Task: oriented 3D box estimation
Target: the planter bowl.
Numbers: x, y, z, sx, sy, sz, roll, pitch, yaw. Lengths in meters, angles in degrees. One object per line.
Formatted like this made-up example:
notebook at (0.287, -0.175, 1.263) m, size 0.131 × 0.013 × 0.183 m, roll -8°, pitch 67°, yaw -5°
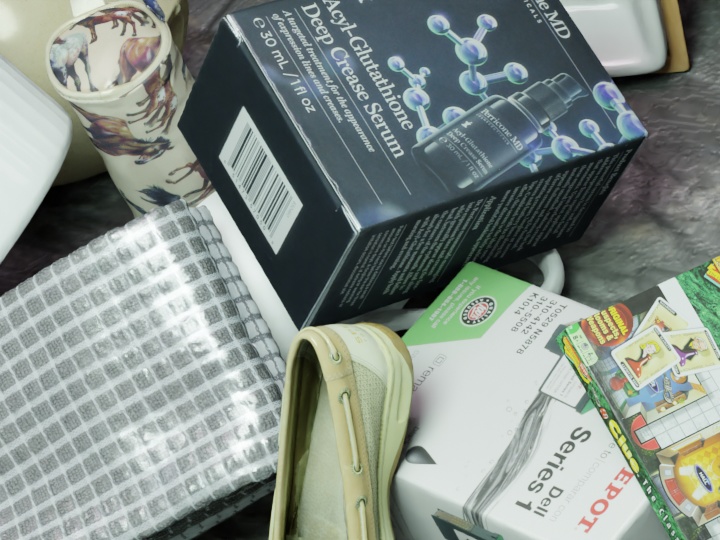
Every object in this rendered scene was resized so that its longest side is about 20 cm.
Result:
planter bowl at (-0.188, -0.137, 1.830) m, size 0.134 × 0.200 × 0.201 m, roll 17°, pitch 51°, yaw 4°

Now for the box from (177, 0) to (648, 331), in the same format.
box at (0.028, -0.077, 1.580) m, size 0.200 × 0.107 × 0.149 m, roll -19°, pitch 66°, yaw -31°

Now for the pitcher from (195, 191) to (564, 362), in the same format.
pitcher at (0.000, 0.000, 1.645) m, size 0.200 × 0.121 × 0.172 m, roll -29°, pitch 50°, yaw -23°

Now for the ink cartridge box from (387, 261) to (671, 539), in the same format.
ink cartridge box at (0.101, 0.096, 1.511) m, size 0.200 × 0.084 × 0.146 m, roll 21°, pitch 59°, yaw 39°

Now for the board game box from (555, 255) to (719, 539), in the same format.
board game box at (0.190, 0.096, 1.420) m, size 0.105 × 0.023 × 0.200 m, roll -24°, pitch 75°, yaw -21°

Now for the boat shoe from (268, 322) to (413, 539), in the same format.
boat shoe at (-0.020, 0.127, 1.473) m, size 0.073 × 0.201 × 0.063 m, roll 16°, pitch 11°, yaw 40°

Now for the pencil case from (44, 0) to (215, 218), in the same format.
pencil case at (-0.118, -0.079, 1.717) m, size 0.078 × 0.200 × 0.090 m, roll -13°, pitch 52°, yaw 13°

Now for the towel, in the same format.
towel at (-0.140, 0.077, 1.555) m, size 0.200 × 0.086 × 0.166 m, roll -30°, pitch 82°, yaw 12°

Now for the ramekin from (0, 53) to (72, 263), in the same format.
ramekin at (-0.252, -0.042, 1.644) m, size 0.201 × 0.098 × 0.201 m, roll -49°, pitch 15°, yaw 18°

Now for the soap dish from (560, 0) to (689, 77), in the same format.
soap dish at (0.098, -0.195, 1.769) m, size 0.199 × 0.158 × 0.081 m, roll -2°, pitch 29°, yaw 24°
